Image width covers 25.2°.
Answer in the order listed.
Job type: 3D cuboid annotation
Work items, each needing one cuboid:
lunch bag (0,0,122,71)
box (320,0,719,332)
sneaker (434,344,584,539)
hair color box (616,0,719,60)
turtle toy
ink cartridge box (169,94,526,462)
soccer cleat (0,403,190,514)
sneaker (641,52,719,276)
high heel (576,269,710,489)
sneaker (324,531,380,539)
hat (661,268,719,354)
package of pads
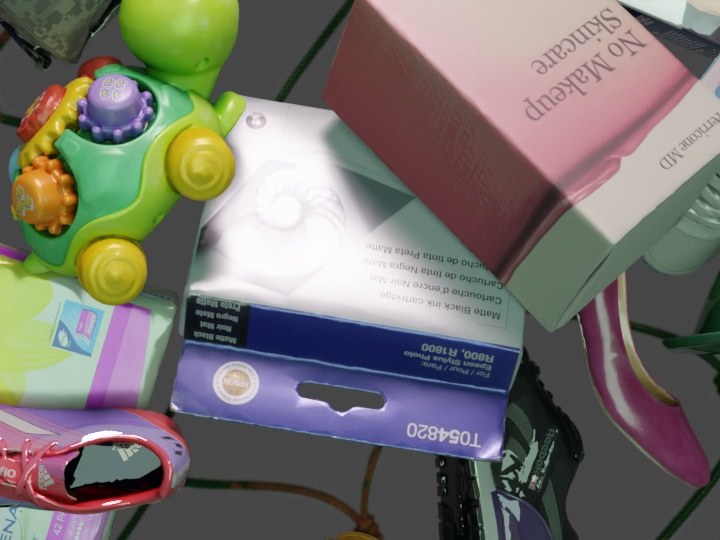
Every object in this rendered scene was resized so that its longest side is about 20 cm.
[{"bbox_3d":[-0.163,-0.233,0.916,0.200,0.139,0.168,-42,115,3],"label":"lunch bag"},{"bbox_3d":[0.095,-0.090,0.916,0.128,0.109,0.200,-38,76,-28],"label":"box"},{"bbox_3d":[0.095,0.094,1.014,0.087,0.076,0.202,-5,97,-23],"label":"sneaker"},{"bbox_3d":[0.207,-0.191,0.988,0.199,0.061,0.101,21,94,-6],"label":"hair color box"},{"bbox_3d":[-0.133,-0.080,0.922,0.101,0.146,0.200,39,93,-21],"label":"turtle toy"},{"bbox_3d":[0.000,0.000,0.942,0.198,0.041,0.201,8,61,-1],"label":"ink cartridge box"},{"bbox_3d":[-0.195,0.109,0.910,0.198,0.076,0.067,-1,97,-7],"label":"soccer cleat"},{"bbox_3d":[0.220,-0.070,0.963,0.076,0.081,0.201,21,127,-6],"label":"sneaker"},{"bbox_3d":[0.176,0.037,1.007,0.096,0.067,0.200,-40,84,11],"label":"high heel"},{"bbox_3d":[-0.062,0.238,1.002,0.200,0.077,0.078,-39,99,1],"label":"sneaker"},{"bbox_3d":[0.268,-0.041,0.981,0.165,0.200,0.177,-5,83,30],"label":"hat"},{"bbox_3d":[-0.211,0.090,0.979,0.153,0.068,0.201,16,94,-7],"label":"package of pads"}]
